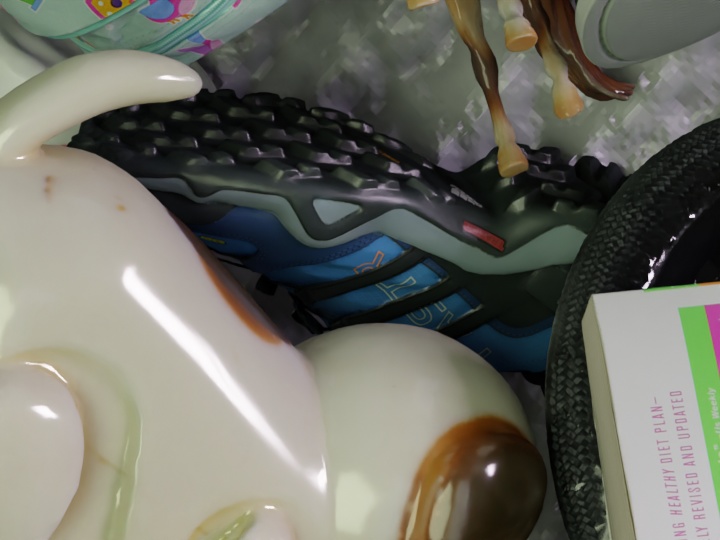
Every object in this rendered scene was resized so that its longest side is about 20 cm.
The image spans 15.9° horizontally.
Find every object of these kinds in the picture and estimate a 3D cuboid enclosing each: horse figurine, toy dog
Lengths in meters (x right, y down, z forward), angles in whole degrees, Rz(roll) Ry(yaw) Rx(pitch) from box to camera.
[{"bbox_3d":[0.034,-0.111,0.772,0.050,0.200,0.133,-16,69,12],"label":"horse figurine"},{"bbox_3d":[-0.046,0.047,0.760,0.200,0.140,0.194,20,89,-18],"label":"toy dog"}]

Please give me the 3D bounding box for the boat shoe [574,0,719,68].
[{"bbox_3d":[0.087,-0.119,0.708,0.075,0.200,0.060,-21,71,-11],"label":"boat shoe"}]

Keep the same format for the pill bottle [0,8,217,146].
[{"bbox_3d":[-0.141,-0.002,0.899,0.111,0.111,0.200,38,111,11],"label":"pill bottle"}]

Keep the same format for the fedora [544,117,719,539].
[{"bbox_3d":[0.142,0.053,0.791,0.200,0.092,0.201,1,76,-3],"label":"fedora"}]

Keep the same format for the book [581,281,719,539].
[{"bbox_3d":[0.170,0.061,0.718,0.200,0.048,0.134,-5,70,-4],"label":"book"}]

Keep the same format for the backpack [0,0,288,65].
[{"bbox_3d":[-0.070,-0.158,0.791,0.127,0.200,0.167,37,120,-28],"label":"backpack"}]

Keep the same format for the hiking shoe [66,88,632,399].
[{"bbox_3d":[0.000,0.000,0.824,0.200,0.074,0.087,11,112,-13],"label":"hiking shoe"}]
